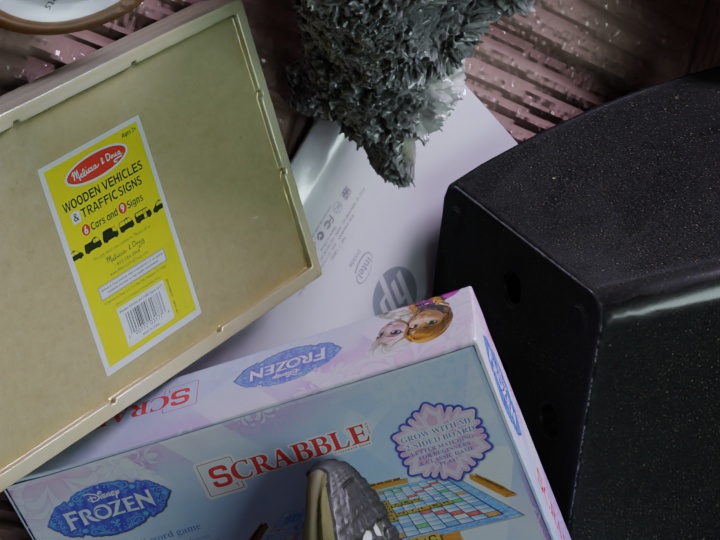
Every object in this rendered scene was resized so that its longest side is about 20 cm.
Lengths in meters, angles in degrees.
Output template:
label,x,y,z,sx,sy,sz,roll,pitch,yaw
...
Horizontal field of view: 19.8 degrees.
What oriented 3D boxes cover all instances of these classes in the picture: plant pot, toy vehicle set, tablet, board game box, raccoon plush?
label,x,y,z,sx,sy,sz,roll,pitch,yaw
plant pot,0.138,0.038,0.938,0.176,0.200,0.201,-8,118,-27
toy vehicle set,-0.100,-0.014,0.796,0.200,0.026,0.125,-34,115,-44
tablet,0.000,0.000,0.933,0.130,0.014,0.201,42,72,-40
board game box,-0.015,0.123,0.846,0.198,0.041,0.201,-17,121,10
raccoon plush,-0.022,-0.101,0.811,0.199,0.097,0.134,1,132,-42

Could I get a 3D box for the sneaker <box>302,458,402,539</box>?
label,x,y,z,sx,sy,sz,roll,pitch,yaw
sneaker,-0.030,0.172,0.783,0.077,0.088,0.202,-9,101,-73

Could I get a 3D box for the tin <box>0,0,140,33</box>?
label,x,y,z,sx,sy,sz,roll,pitch,yaw
tin,-0.138,-0.152,0.716,0.112,0.042,0.199,-45,138,20
